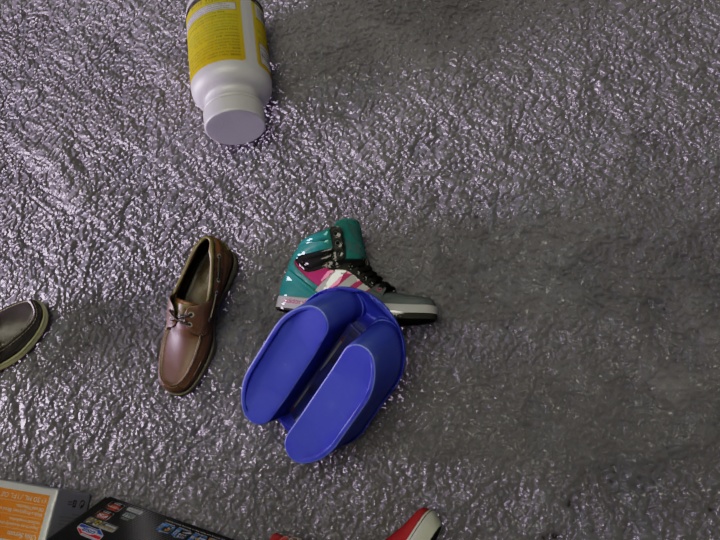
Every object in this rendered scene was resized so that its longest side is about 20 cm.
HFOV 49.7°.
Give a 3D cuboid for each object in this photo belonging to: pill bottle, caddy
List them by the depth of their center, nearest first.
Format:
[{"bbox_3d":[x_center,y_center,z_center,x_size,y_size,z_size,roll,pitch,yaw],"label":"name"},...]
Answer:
[{"bbox_3d":[-0.039,0.114,0.863,0.141,0.105,0.201,39,111,14],"label":"caddy"},{"bbox_3d":[-0.179,-0.279,1.064,0.110,0.111,0.201,-13,66,9],"label":"pill bottle"}]

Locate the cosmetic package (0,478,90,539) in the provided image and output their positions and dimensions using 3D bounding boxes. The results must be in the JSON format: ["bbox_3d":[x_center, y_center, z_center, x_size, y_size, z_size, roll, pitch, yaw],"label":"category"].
[{"bbox_3d":[-0.398,0.351,0.901,0.101,0.071,0.202,3,71,15],"label":"cosmetic package"}]

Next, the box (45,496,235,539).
[{"bbox_3d":[-0.239,0.321,0.824,0.198,0.160,0.045,12,105,19],"label":"box"}]

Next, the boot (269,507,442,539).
[{"bbox_3d":[-0.019,0.300,0.825,0.144,0.072,0.200,41,87,26],"label":"boot"}]

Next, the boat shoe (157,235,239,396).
[{"bbox_3d":[-0.214,0.053,0.969,0.071,0.068,0.202,8,73,15],"label":"boat shoe"}]

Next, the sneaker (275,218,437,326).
[{"bbox_3d":[0.000,0.000,0.931,0.198,0.084,0.122,5,80,17],"label":"sneaker"}]

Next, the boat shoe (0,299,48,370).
[{"bbox_3d":[-0.509,0.102,1.028,0.199,0.065,0.073,-36,64,-2],"label":"boat shoe"}]
